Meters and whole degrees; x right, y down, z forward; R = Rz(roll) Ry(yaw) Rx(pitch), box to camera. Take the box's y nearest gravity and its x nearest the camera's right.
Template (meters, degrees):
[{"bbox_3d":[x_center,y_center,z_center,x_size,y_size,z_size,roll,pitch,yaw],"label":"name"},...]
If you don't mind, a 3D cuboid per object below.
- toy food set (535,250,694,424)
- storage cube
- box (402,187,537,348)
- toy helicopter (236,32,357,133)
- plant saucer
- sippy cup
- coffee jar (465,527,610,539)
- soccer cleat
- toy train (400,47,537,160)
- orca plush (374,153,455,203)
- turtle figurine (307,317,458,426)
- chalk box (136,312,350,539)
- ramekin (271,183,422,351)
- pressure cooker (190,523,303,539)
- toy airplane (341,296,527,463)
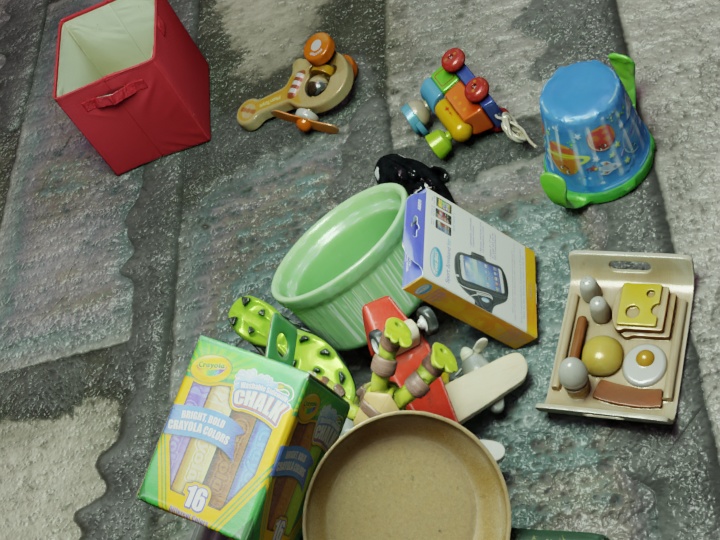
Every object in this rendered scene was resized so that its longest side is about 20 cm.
[{"bbox_3d":[0.275,0.068,1.211,0.141,0.061,0.203,2,59,28],"label":"toy food set"},{"bbox_3d":[-0.337,-0.287,1.687,0.168,0.180,0.202,-18,50,13],"label":"storage cube"},{"bbox_3d":[0.116,-0.005,1.258,0.041,0.198,0.121,-34,39,43],"label":"box"},{"bbox_3d":[-0.095,-0.243,1.623,0.197,0.079,0.134,-19,59,27],"label":"toy helicopter"},{"bbox_3d":[0.042,0.232,1.055,0.196,0.035,0.204,0,88,-7],"label":"plant saucer"},{"bbox_3d":[0.273,-0.173,1.339,0.137,0.131,0.180,-15,51,15],"label":"sippy cup"},{"bbox_3d":[0.144,0.297,1.095,0.197,0.085,0.106,4,66,28],"label":"coffee jar"},{"bbox_3d":[-0.073,0.098,1.317,0.199,0.081,0.068,38,89,25],"label":"soccer cleat"},{"bbox_3d":[0.134,-0.186,1.454,0.115,0.085,0.201,-38,48,10],"label":"toy train"},{"bbox_3d":[0.067,-0.094,1.422,0.104,0.071,0.202,-25,50,7],"label":"orca plush"},{"bbox_3d":[0.031,0.137,1.107,0.199,0.064,0.162,36,115,8],"label":"turtle figurine"},{"bbox_3d":[-0.095,0.143,1.039,0.122,0.124,0.203,17,78,25],"label":"chalk box"},{"bbox_3d":[0.000,0.000,1.328,0.198,0.098,0.201,-33,23,15],"label":"ramekin"},{"bbox_3d":[-0.098,0.314,1.142,0.173,0.179,0.203,1,58,30],"label":"pressure cooker"},{"bbox_3d":[0.067,0.151,1.215,0.197,0.141,0.202,21,72,-6],"label":"toy airplane"}]
